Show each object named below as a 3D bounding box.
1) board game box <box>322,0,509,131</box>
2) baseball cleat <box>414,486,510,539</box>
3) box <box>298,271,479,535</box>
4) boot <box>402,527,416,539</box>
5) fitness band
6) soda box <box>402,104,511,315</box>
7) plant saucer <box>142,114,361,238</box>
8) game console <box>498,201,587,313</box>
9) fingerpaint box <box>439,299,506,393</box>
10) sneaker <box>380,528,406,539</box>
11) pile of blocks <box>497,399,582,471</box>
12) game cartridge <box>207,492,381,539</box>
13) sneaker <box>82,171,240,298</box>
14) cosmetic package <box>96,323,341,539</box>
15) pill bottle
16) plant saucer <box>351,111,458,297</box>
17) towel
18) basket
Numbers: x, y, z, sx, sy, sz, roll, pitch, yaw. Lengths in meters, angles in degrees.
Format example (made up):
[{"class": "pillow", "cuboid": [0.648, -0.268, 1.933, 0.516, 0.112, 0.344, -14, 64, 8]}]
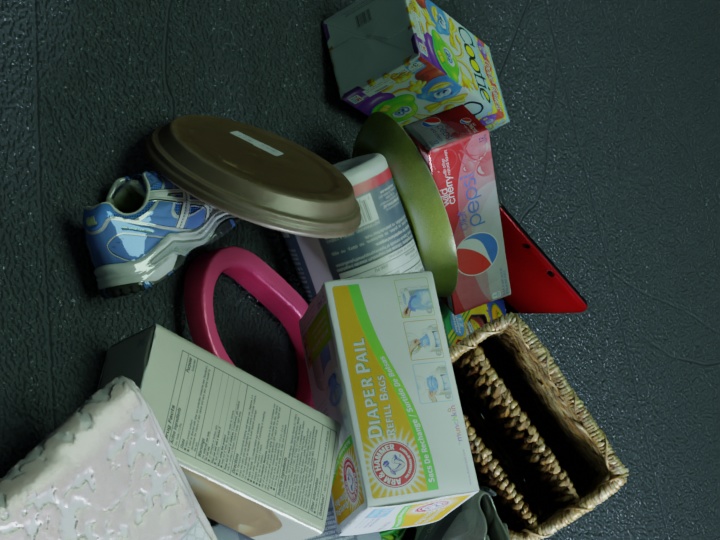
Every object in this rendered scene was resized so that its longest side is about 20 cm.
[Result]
[{"class": "board game box", "cuboid": [0.064, -0.216, 1.635, 0.199, 0.104, 0.104, 24, 46, -53]}, {"class": "baseball cleat", "cuboid": [0.078, 0.290, 1.349, 0.069, 0.106, 0.202, 25, 68, -36]}, {"class": "box", "cuboid": [0.021, 0.116, 1.300, 0.100, 0.113, 0.202, -6, 71, -17]}, {"class": "boot", "cuboid": [0.090, 0.326, 1.494, 0.168, 0.076, 0.202, 37, 41, -41]}, {"class": "fitness band", "cuboid": [-0.092, 0.065, 1.345, 0.200, 0.037, 0.145, 45, 42, -42]}, {"class": "soda box", "cuboid": [0.099, -0.059, 1.499, 0.063, 0.069, 0.201, -125, -161, -53]}, {"class": "plant saucer", "cuboid": [-0.089, -0.086, 1.286, 0.200, 0.199, 0.030, -12, 128, -59]}, {"class": "game console", "cuboid": [0.150, -0.047, 1.664, 0.200, 0.118, 0.173, 46, 29, -32]}, {"class": "fingerpaint box", "cuboid": [0.109, 0.135, 1.609, 0.166, 0.073, 0.202, 2, 77, -59]}, {"class": "sneaker", "cuboid": [0.009, 0.235, 1.392, 0.074, 0.083, 0.202, 25, 58, -57]}, {"class": "pile of blocks", "cuboid": [0.198, 0.163, 1.592, 0.199, 0.082, 0.063, -12, 92, -59]}, {"class": "game cartridge", "cuboid": [-0.058, 0.254, 1.286, 0.199, 0.040, 0.135, -3, 73, -46]}, {"class": "sneaker", "cuboid": [-0.160, -0.052, 1.244, 0.200, 0.075, 0.078, -49, 122, -56]}, {"class": "cosmetic package", "cuboid": [-0.116, 0.136, 1.199, 0.199, 0.071, 0.106, 33, 52, -31]}, {"class": "pill bottle", "cuboid": [0.000, 0.000, 1.443, 0.119, 0.119, 0.202, -35, 108, -57]}, {"class": "plant saucer", "cuboid": [0.038, -0.061, 1.512, 0.031, 0.200, 0.202, -23, 100, -14]}, {"class": "towel", "cuboid": [-0.193, 0.209, 1.058, 0.200, 0.032, 0.192, -43, 119, -34]}, {"class": "basket", "cuboid": [0.133, 0.163, 1.438, 0.142, 0.149, 0.201, -32, 86, -14]}]
